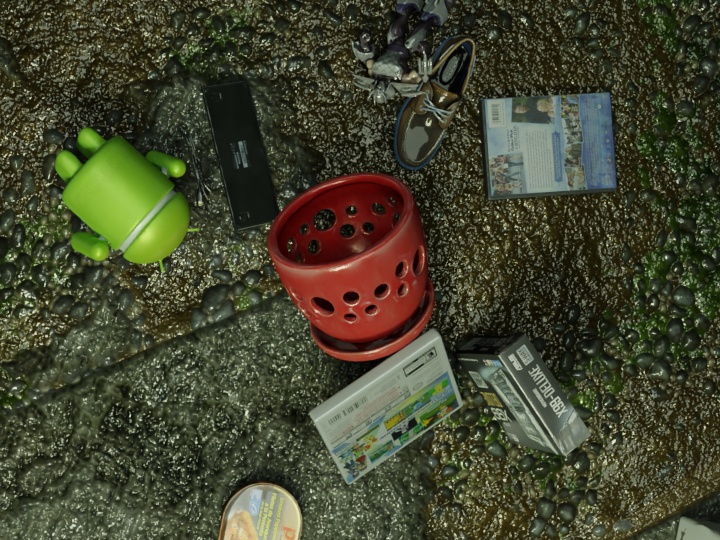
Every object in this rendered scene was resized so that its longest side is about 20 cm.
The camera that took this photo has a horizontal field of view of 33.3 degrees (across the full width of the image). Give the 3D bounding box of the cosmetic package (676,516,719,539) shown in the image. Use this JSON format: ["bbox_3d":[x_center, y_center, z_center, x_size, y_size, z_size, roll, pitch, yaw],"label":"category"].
[{"bbox_3d":[0.553,0.458,1.690,0.197,0.165,0.167,13,88,-8],"label":"cosmetic package"}]

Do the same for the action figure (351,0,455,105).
[{"bbox_3d":[0.056,-0.313,1.652,0.129,0.069,0.202,18,75,22],"label":"action figure"}]

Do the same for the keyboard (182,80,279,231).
[{"bbox_3d":[-0.184,-0.152,1.627,0.126,0.021,0.203,-14,91,-36],"label":"keyboard"}]

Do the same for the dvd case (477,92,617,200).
[{"bbox_3d":[0.269,-0.178,1.722,0.197,0.018,0.145,-4,91,-11],"label":"dvd case"}]

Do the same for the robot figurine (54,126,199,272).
[{"bbox_3d":[-0.307,-0.093,1.572,0.200,0.116,0.176,42,71,-7],"label":"robot figurine"}]

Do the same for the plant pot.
[{"bbox_3d":[0.000,0.000,1.568,0.199,0.201,0.184,-30,126,-9],"label":"plant pot"}]

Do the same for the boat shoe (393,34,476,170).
[{"bbox_3d":[0.103,-0.237,1.666,0.071,0.072,0.202,22,86,-9],"label":"boat shoe"}]

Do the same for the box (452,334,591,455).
[{"bbox_3d":[0.213,0.163,1.617,0.050,0.200,0.159,-35,95,-12],"label":"box"}]

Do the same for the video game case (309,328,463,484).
[{"bbox_3d":[0.039,0.185,1.614,0.199,0.183,0.022,-34,52,-9],"label":"video game case"}]

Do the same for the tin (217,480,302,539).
[{"bbox_3d":[-0.143,0.387,1.635,0.110,0.042,0.203,12,87,-5],"label":"tin"}]
